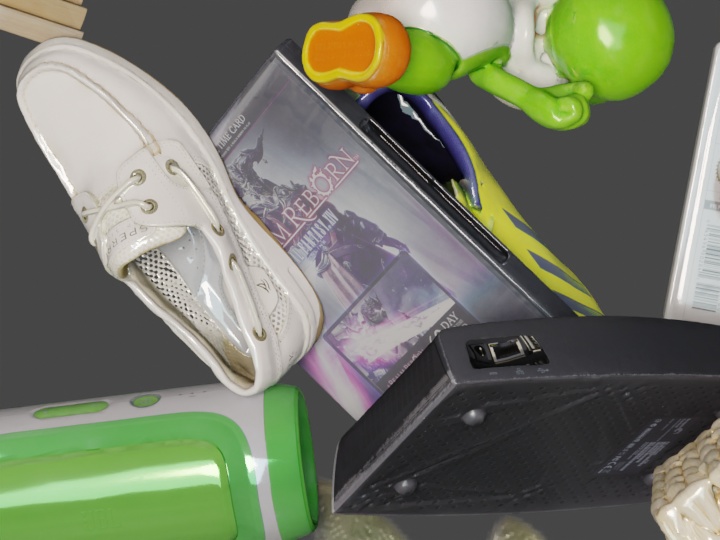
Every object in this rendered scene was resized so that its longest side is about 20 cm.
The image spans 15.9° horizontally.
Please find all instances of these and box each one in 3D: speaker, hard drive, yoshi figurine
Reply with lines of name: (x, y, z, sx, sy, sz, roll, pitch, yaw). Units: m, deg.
speaker: (-0.124, 0.105, 1.277, 0.198, 0.088, 0.089, -7, 93, 4)
hard drive: (0.093, 0.069, 1.209, 0.199, 0.135, 0.043, 1, 57, -32)
yoshi figurine: (0.071, -0.119, 1.200, 0.112, 0.199, 0.113, 44, 117, 41)

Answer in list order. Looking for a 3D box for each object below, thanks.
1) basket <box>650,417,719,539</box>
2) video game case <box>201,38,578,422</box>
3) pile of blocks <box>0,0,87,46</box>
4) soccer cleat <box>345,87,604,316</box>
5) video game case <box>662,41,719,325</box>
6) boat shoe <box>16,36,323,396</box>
basket: (0.223, 0.134, 1.101, 0.123, 0.136, 0.201, -34, 90, 9)
video game case: (0.000, 0.000, 1.255, 0.200, 0.019, 0.143, 43, 134, 0)
pile of blocks: (-0.222, -0.168, 1.268, 0.199, 0.082, 0.063, 19, 94, 3)
soccer cleat: (0.054, -0.013, 1.257, 0.065, 0.084, 0.201, -38, 91, 1)
video game case: (0.261, -0.025, 1.278, 0.199, 0.018, 0.144, 11, 93, 3)
boat shoe: (-0.099, -0.025, 1.239, 0.200, 0.069, 0.071, 48, 124, -5)
